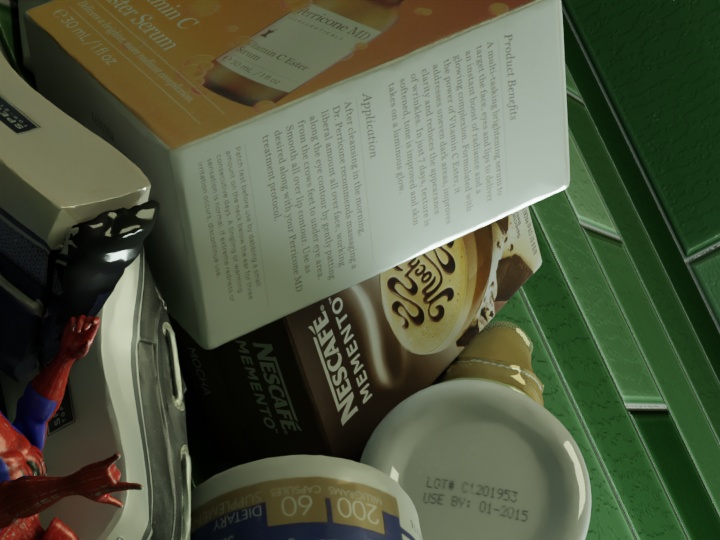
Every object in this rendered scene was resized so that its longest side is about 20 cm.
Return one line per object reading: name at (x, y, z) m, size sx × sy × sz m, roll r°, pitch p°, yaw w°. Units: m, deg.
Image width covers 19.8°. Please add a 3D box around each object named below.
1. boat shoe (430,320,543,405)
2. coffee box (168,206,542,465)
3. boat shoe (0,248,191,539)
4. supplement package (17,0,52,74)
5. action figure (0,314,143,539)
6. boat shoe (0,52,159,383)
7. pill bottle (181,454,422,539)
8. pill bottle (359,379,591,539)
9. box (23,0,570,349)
boat shoe at (0.066, 0.062, 1.112) m, size 0.200 × 0.071 × 0.077 m, roll 109°, pitch 1°, yaw -77°
coffee box at (0.000, 0.000, 1.030) m, size 0.200 × 0.079 × 0.114 m, roll -44°, pitch 128°, yaw -40°
boat shoe at (-0.104, 0.043, 0.854) m, size 0.068 × 0.071 × 0.201 m, roll 40°, pitch 29°, yaw -49°
supplement package at (-0.080, -0.118, 1.109) m, size 0.200 × 0.121 × 0.120 m, roll 48°, pitch 21°, yaw -44°
action figure at (-0.136, 0.025, 0.737) m, size 0.201 × 0.098 × 0.065 m, roll 61°, pitch 25°, yaw -14°
boat shoe at (-0.169, -0.042, 0.812) m, size 0.200 × 0.093 × 0.074 m, roll 42°, pitch 36°, yaw 25°
pill bottle at (-0.019, 0.182, 0.808) m, size 0.111 × 0.110 × 0.201 m, roll 47°, pitch 26°, yaw -44°
pill bottle at (0.049, 0.130, 1.016) m, size 0.200 × 0.108 × 0.109 m, roll 94°, pitch -26°, yaw -71°
box at (-0.028, -0.077, 0.945) m, size 0.152 × 0.199 × 0.107 m, roll 40°, pitch -34°, yaw 46°
